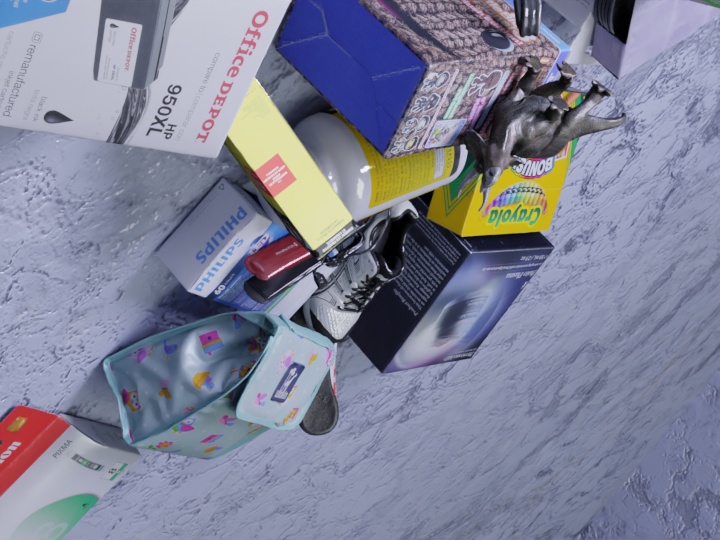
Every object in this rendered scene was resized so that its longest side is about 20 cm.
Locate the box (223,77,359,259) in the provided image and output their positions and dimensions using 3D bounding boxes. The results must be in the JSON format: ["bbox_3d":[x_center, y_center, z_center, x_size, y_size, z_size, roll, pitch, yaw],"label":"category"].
[{"bbox_3d":[-0.080,-0.103,1.054,0.050,0.075,0.200,-39,125,-6],"label":"box"}]

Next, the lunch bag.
[{"bbox_3d":[-0.134,0.112,1.308,0.200,0.122,0.170,-26,159,14],"label":"lunch bag"}]

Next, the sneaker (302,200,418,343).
[{"bbox_3d":[0.000,0.000,1.363,0.075,0.088,0.201,1,116,-40],"label":"sneaker"}]

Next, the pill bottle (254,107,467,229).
[{"bbox_3d":[-0.001,-0.108,1.216,0.200,0.111,0.111,-24,149,-35],"label":"pill bottle"}]

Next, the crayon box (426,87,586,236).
[{"bbox_3d":[0.173,-0.131,1.432,0.200,0.058,0.173,-6,116,-52],"label":"crayon box"}]

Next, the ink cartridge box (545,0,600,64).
[{"bbox_3d":[0.271,-0.319,1.329,0.116,0.068,0.200,-8,137,-49],"label":"ink cartridge box"}]

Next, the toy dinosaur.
[{"bbox_3d":[0.158,-0.131,1.107,0.200,0.077,0.102,-22,159,-47],"label":"toy dinosaur"}]

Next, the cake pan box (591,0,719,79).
[{"bbox_3d":[0.328,-0.311,1.288,0.200,0.052,0.184,-33,149,-17],"label":"cake pan box"}]

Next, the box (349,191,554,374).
[{"bbox_3d":[0.100,0.011,1.535,0.200,0.123,0.199,-4,136,-51],"label":"box"}]

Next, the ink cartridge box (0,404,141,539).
[{"bbox_3d":[-0.342,0.223,1.315,0.161,0.050,0.200,-45,157,4],"label":"ink cartridge box"}]

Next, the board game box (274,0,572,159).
[{"bbox_3d":[0.056,-0.196,1.108,0.200,0.159,0.097,-16,144,-45],"label":"board game box"}]

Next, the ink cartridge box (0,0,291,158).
[{"bbox_3d":[-0.169,-0.167,0.856,0.200,0.084,0.145,6,128,-36],"label":"ink cartridge box"}]

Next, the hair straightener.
[{"bbox_3d":[-0.039,-0.022,1.261,0.200,0.041,0.077,-37,151,-35],"label":"hair straightener"}]

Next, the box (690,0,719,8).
[{"bbox_3d":[0.290,-0.348,1.113,0.200,0.097,0.177,15,99,-37],"label":"box"}]

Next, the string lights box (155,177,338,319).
[{"bbox_3d":[-0.106,-0.014,1.271,0.103,0.059,0.200,-47,154,7],"label":"string lights box"}]

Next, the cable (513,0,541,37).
[{"bbox_3d":[0.152,-0.287,1.111,0.050,0.200,0.097,1,130,-8],"label":"cable"}]

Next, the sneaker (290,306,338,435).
[{"bbox_3d":[-0.063,0.085,1.484,0.067,0.108,0.202,-4,105,-15],"label":"sneaker"}]
